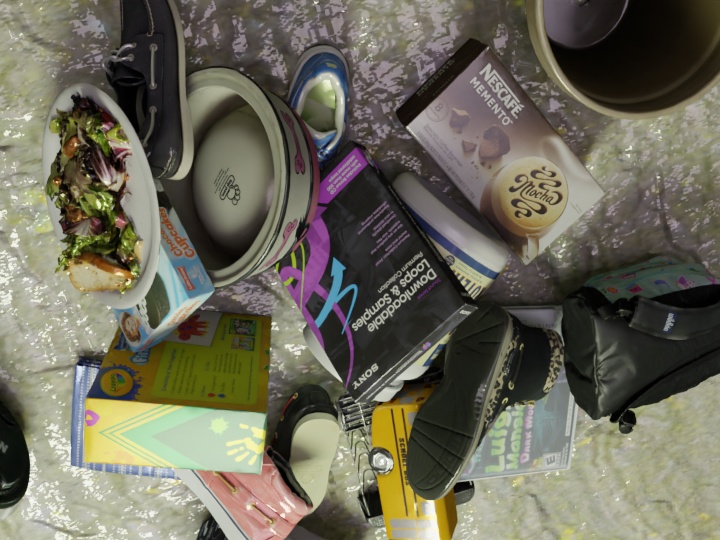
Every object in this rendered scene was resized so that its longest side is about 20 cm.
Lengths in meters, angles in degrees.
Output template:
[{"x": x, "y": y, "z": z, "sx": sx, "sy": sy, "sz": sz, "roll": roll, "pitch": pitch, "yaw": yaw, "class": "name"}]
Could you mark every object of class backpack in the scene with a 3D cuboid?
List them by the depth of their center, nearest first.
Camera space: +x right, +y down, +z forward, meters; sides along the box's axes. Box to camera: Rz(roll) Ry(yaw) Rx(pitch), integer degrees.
[{"x": 0.323, "y": 0.062, "z": 0.851, "sx": 0.196, "sy": 0.127, "sz": 0.170, "roll": -17, "pitch": 121, "yaw": -11, "class": "backpack"}]

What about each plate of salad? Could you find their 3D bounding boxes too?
[{"x": -0.244, "y": -0.062, "z": 0.689, "sx": 0.048, "sy": 0.198, "sz": 0.205, "roll": -18, "pitch": 118, "yaw": -44, "class": "plate of salad"}]

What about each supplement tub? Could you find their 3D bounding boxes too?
[{"x": 0.043, "y": 0.018, "z": 0.804, "sx": 0.144, "sy": 0.145, "sz": 0.201, "roll": 32, "pitch": 104, "yaw": -16, "class": "supplement tub"}]

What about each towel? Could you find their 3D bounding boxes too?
[{"x": -0.235, "y": 0.177, "z": 0.900, "sx": 0.195, "sy": 0.024, "sz": 0.148, "roll": 8, "pitch": 111, "yaw": -7, "class": "towel"}]

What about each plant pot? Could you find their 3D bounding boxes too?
[{"x": 0.230, "y": -0.256, "z": 0.712, "sx": 0.195, "sy": 0.174, "sz": 0.204, "roll": -2, "pitch": 110, "yaw": -6, "class": "plant pot"}]

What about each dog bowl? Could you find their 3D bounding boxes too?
[{"x": -0.121, "y": -0.086, "z": 0.740, "sx": 0.197, "sy": 0.073, "sz": 0.205, "roll": 1, "pitch": 92, "yaw": 36, "class": "dog bowl"}]

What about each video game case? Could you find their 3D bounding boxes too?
[{"x": 0.177, "y": 0.142, "z": 0.894, "sx": 0.178, "sy": 0.023, "sz": 0.205, "roll": 0, "pitch": 103, "yaw": -20, "class": "video game case"}]

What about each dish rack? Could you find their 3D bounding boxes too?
[{"x": 0.053, "y": 0.206, "z": 0.922, "sx": 0.150, "sy": 0.055, "sz": 0.204, "roll": -16, "pitch": 108, "yaw": -2, "class": "dish rack"}]

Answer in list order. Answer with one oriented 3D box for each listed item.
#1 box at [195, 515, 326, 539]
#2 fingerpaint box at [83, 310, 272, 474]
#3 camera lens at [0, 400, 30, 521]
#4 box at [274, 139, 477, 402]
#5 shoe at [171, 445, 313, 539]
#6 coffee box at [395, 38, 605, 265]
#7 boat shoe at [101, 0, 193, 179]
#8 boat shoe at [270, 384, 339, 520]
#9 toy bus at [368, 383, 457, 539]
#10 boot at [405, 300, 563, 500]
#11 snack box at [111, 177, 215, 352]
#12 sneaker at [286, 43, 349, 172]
[{"x": -0.102, "y": 0.380, "z": 0.905, "sx": 0.198, "sy": 0.134, "sz": 0.115, "roll": 32, "pitch": 133, "yaw": -15, "class": "box"}, {"x": -0.175, "y": 0.115, "z": 0.786, "sx": 0.163, "sy": 0.201, "sz": 0.075, "roll": 6, "pitch": 111, "yaw": -9, "class": "fingerpaint box"}, {"x": -0.469, "y": 0.223, "z": 0.815, "sx": 0.197, "sy": 0.160, "sz": 0.162, "roll": -30, "pitch": 110, "yaw": 5, "class": "camera lens"}, {"x": 0.000, "y": 0.000, "z": 0.728, "sx": 0.143, "sy": 0.036, "sz": 0.202, "roll": -43, "pitch": 66, "yaw": 19, "class": "box"}, {"x": -0.141, "y": 0.213, "z": 0.849, "sx": 0.091, "sy": 0.071, "sz": 0.201, "roll": -42, "pitch": 78, "yaw": 0, "class": "shoe"}, {"x": 0.143, "y": -0.122, "z": 0.799, "sx": 0.113, "sy": 0.080, "sz": 0.200, "roll": -41, "pitch": 109, "yaw": 10, "class": "coffee box"}, {"x": -0.201, "y": -0.184, "z": 0.707, "sx": 0.062, "sy": 0.072, "sz": 0.205, "roll": -3, "pitch": 79, "yaw": -43, "class": "boat shoe"}, {"x": -0.074, "y": 0.224, "z": 0.911, "sx": 0.072, "sy": 0.064, "sz": 0.204, "roll": 8, "pitch": 122, "yaw": -20, "class": "boat shoe"}, {"x": 0.059, "y": 0.232, "z": 0.851, "sx": 0.077, "sy": 0.065, "sz": 0.205, "roll": -6, "pitch": 101, "yaw": 19, "class": "toy bus"}, {"x": 0.136, "y": 0.141, "z": 0.802, "sx": 0.152, "sy": 0.073, "sz": 0.207, "roll": 15, "pitch": 98, "yaw": -49, "class": "boot"}, {"x": -0.224, "y": -0.037, "z": 0.742, "sx": 0.116, "sy": 0.037, "sz": 0.203, "roll": -37, "pitch": 79, "yaw": 39, "class": "snack box"}, {"x": -0.058, "y": -0.123, "z": 0.780, "sx": 0.074, "sy": 0.077, "sz": 0.204, "roll": 9, "pitch": 111, "yaw": -10, "class": "sneaker"}]
